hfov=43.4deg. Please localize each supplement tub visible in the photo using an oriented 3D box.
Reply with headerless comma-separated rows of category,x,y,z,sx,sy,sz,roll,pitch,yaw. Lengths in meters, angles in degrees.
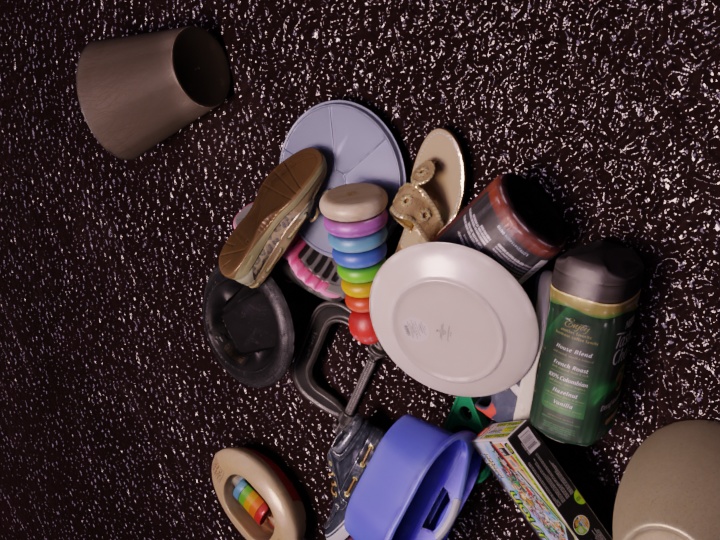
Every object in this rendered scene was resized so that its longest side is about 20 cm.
supplement tub,0.129,-0.009,1.019,0.200,0.106,0.108,-44,74,34

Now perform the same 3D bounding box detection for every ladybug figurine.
ladybug figurine,-0.152,0.347,1.393,0.200,0.071,0.137,45,127,21

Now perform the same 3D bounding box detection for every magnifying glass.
magnifying glass,0.134,0.169,1.133,0.078,0.022,0.205,8,109,39

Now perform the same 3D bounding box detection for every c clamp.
c clamp,-0.017,0.145,1.246,0.169,0.027,0.203,30,123,20

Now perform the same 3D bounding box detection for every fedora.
fedora,-0.137,0.066,1.286,0.198,0.091,0.205,16,114,41

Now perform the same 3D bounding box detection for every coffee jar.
coffee jar,0.240,0.074,0.957,0.084,0.104,0.205,18,114,32

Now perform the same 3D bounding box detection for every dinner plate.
dinner plate,0.097,0.062,0.993,0.196,0.024,0.204,14,125,20

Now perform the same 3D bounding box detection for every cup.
cup,0.332,0.271,0.907,0.197,0.142,0.205,13,110,38

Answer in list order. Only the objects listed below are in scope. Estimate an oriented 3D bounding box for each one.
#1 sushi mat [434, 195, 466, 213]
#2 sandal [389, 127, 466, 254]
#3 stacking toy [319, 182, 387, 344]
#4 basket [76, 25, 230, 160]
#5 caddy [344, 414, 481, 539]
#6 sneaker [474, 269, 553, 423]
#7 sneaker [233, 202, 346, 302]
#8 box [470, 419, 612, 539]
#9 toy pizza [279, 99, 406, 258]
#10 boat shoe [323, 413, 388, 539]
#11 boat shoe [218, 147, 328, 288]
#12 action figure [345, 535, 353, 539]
sushi mat,0.093,0.007,1.125,0.095,0.012,0.204,28,119,33
sandal,0.065,-0.059,1.074,0.077,0.069,0.216,30,120,30
stacking toy,0.000,0.000,1.121,0.084,0.085,0.204,14,122,37
basket,-0.294,-0.270,1.305,0.197,0.135,0.184,-9,100,38
caddy,0.072,0.274,1.090,0.104,0.141,0.203,28,90,35
sneaker,0.173,0.089,1.033,0.083,0.075,0.204,19,114,24
sneaker,-0.089,-0.013,1.250,0.198,0.079,0.096,35,150,23
box,0.213,0.263,1.022,0.202,0.034,0.110,54,161,1
toy pizza,-0.023,-0.117,1.171,0.196,0.032,0.205,7,103,31
boat shoe,-0.017,0.284,1.243,0.090,0.071,0.202,33,115,0
boat shoe,-0.105,-0.068,1.171,0.201,0.062,0.074,-50,43,10
action figure,0.024,0.386,1.212,0.199,0.147,0.137,-32,75,55
